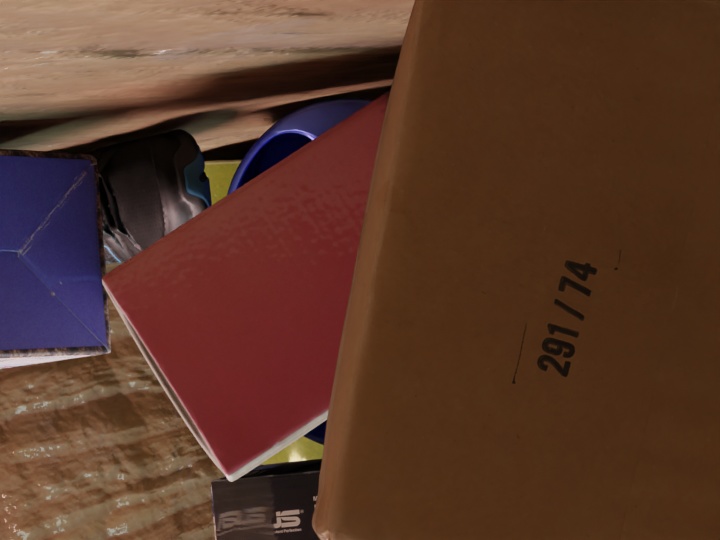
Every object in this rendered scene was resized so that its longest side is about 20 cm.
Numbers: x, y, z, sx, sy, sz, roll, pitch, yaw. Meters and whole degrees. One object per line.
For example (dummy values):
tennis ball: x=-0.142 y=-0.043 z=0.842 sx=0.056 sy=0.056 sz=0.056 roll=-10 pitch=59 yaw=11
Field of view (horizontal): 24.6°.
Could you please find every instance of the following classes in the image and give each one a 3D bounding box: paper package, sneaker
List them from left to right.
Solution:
sneaker: x=-0.149 y=-0.031 z=0.926 sx=0.081 sy=0.074 sz=0.199 roll=-8 pitch=178 yaw=-33
paper package: x=0.091 y=0.010 z=0.572 sx=0.189 sy=0.202 sz=0.103 roll=10 pitch=178 yaw=-1

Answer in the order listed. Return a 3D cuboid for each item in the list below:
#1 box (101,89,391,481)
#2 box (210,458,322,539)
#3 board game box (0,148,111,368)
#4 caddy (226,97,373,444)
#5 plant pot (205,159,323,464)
box: x=-0.011 y=-0.003 z=0.784 sx=0.199 sy=0.109 sz=0.128 roll=-33 pitch=-179 yaw=-7
box: x=0.017 y=0.118 z=0.847 sx=0.159 sy=0.050 sz=0.200 roll=-7 pitch=175 yaw=4
board game box: x=-0.244 y=0.004 z=0.808 sx=0.159 sy=0.098 sz=0.199 roll=0 pitch=173 yaw=-44
caddy: x=0.000 y=0.000 z=0.922 sx=0.140 sy=0.202 sz=0.105 roll=-8 pitch=-164 yaw=4
plant pot: x=-0.027 y=0.028 z=1.117 sx=0.185 sy=0.202 sz=0.187 roll=-1 pitch=-179 yaw=0
